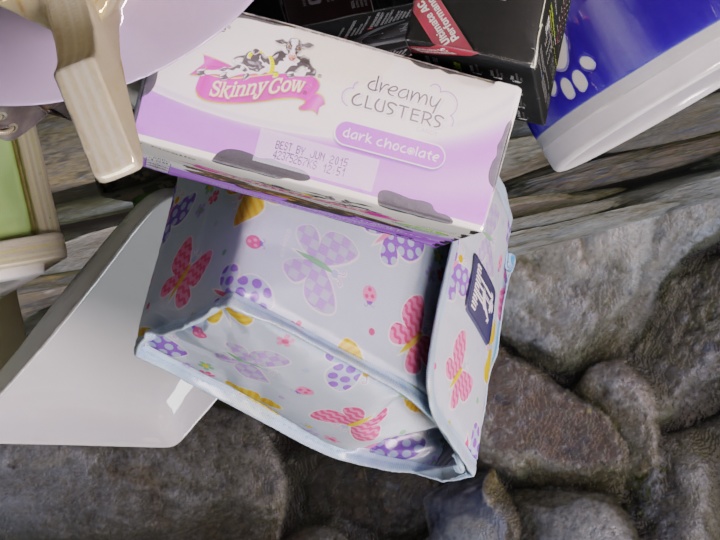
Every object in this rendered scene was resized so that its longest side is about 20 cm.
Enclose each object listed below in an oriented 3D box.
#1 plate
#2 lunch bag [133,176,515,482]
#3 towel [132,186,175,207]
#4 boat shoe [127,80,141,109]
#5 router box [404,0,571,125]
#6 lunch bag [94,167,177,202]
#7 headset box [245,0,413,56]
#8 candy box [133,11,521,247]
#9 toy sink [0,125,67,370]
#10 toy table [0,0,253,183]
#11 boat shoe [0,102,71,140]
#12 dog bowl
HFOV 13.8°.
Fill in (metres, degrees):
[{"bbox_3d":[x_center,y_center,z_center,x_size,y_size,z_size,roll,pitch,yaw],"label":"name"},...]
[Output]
[{"bbox_3d":[-0.116,0.024,1.724,0.200,0.032,0.200,-49,153,22],"label":"plate"},{"bbox_3d":[0.000,0.000,1.602,0.200,0.170,0.127,31,147,-29],"label":"lunch bag"},{"bbox_3d":[-0.028,-0.047,1.781,0.149,0.031,0.200,-21,163,26],"label":"towel"},{"bbox_3d":[-0.134,-0.130,1.517,0.068,0.072,0.200,16,174,24],"label":"boat shoe"},{"bbox_3d":[0.071,-0.159,1.410,0.062,0.151,0.200,12,176,6],"label":"router box"},{"bbox_3d":[-0.048,-0.106,1.811,0.199,0.118,0.164,-11,173,19],"label":"lunch bag"},{"bbox_3d":[0.016,-0.164,1.628,0.199,0.078,0.149,-12,173,-11],"label":"headset box"},{"bbox_3d":[-0.023,-0.068,1.416,0.167,0.072,0.200,16,178,-4],"label":"candy box"},{"bbox_3d":[-0.248,-0.030,1.672,0.130,0.201,0.112,-9,173,-27],"label":"toy sink"},{"bbox_3d":[-0.125,-0.134,1.240,0.199,0.184,0.117,-32,-172,8],"label":"toy table"},{"bbox_3d":[-0.191,-0.104,1.577,0.074,0.074,0.200,14,-171,26],"label":"boat shoe"},{"bbox_3d":[0.175,-0.137,1.651,0.199,0.079,0.200,-30,177,-2],"label":"dog bowl"}]
